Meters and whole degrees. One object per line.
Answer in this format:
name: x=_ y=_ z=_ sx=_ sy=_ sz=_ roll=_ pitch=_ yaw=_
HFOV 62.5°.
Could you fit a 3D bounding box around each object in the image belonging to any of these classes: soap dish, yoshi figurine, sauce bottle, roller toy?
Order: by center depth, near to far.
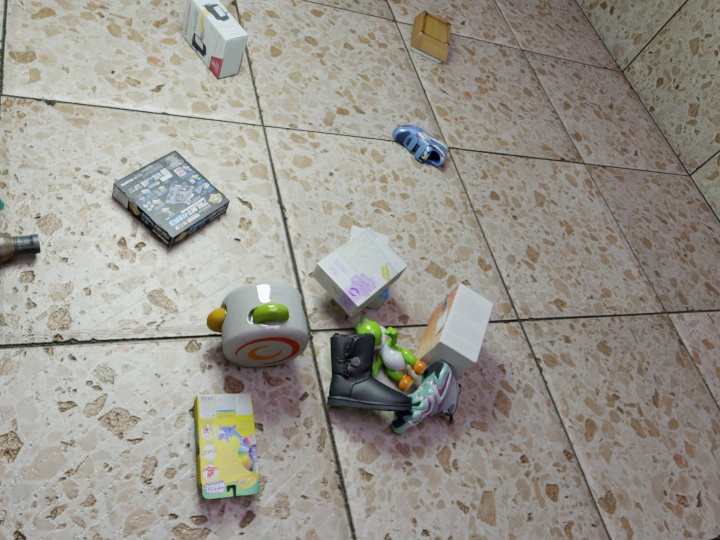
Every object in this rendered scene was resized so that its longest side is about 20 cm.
sauce bottle: x=-0.750 y=-0.044 z=1.181 sx=0.198 sy=0.065 sz=0.065 roll=-11 pitch=63 yaw=-31
roller toy: x=-0.210 y=0.113 z=1.278 sx=0.182 sy=0.199 sz=0.141 roll=34 pitch=36 yaw=-51
yoshi figurine: x=0.059 y=0.191 z=1.413 sx=0.200 sy=0.112 sz=0.112 roll=43 pitch=56 yaw=11
soap dish: x=0.281 y=-0.921 z=2.327 sx=0.156 sy=0.081 sz=0.201 roll=21 pitch=52 yaw=-13

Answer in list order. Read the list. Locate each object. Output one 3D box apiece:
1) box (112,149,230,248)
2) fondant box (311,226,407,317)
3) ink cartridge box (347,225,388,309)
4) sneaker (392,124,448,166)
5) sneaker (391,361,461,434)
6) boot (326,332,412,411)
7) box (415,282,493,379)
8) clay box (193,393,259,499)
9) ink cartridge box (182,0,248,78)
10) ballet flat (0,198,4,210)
box: x=-0.456 y=-0.178 z=1.441 sx=0.198 sy=0.050 sz=0.200 roll=42 pitch=49 yaw=4
fondant box: x=0.000 y=0.000 z=1.458 sx=0.144 sy=0.058 sz=0.200 roll=45 pitch=53 yaw=9
ink cartridge box: x=0.011 y=-0.009 z=1.552 sx=0.114 sy=0.068 sz=0.201 roll=16 pitch=53 yaw=-16
sneaker: x=0.195 y=-0.404 z=1.925 sx=0.198 sy=0.074 sz=0.083 roll=22 pitch=52 yaw=-11
sneaker: x=0.172 y=0.330 z=1.397 sx=0.200 sy=0.078 sz=0.140 roll=-47 pitch=118 yaw=-14
boot: x=0.023 y=0.226 z=1.334 sx=0.198 sy=0.076 sz=0.170 roll=6 pitch=79 yaw=-2
box: x=0.232 y=0.162 z=1.491 sx=0.106 sy=0.153 sz=0.201 roll=31 pitch=48 yaw=-3
clay box: x=-0.265 y=0.346 z=1.171 sx=0.114 sy=0.048 sz=0.202 roll=4 pitch=57 yaw=-25
ink cartridge box: x=-0.433 y=-0.696 z=1.753 sx=0.083 sy=0.146 sz=0.200 roll=-30 pitch=74 yaw=-36
ballet flat: x=-0.832 y=-0.118 z=1.194 sx=0.072 sy=0.072 sz=0.200 roll=46 pitch=49 yaw=9
